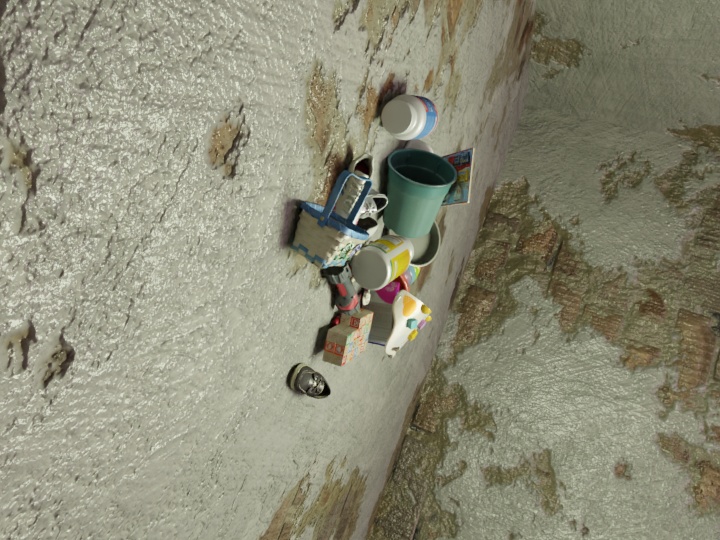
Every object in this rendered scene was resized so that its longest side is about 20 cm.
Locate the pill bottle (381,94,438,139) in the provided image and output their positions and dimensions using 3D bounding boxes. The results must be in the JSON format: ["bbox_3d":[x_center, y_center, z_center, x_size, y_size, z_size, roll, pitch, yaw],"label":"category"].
[{"bbox_3d":[0.126,-0.395,1.440,0.200,0.111,0.113,-34,139,-64],"label":"pill bottle"}]

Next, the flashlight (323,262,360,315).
[{"bbox_3d":[-0.050,0.044,1.430,0.068,0.068,0.200,-55,152,-19],"label":"flashlight"}]

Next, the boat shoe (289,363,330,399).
[{"bbox_3d":[-0.123,0.290,1.434,0.072,0.064,0.200,-65,160,-16],"label":"boat shoe"}]

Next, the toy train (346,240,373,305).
[{"bbox_3d":[0.000,0.000,1.548,0.151,0.055,0.201,-61,156,-27],"label":"toy train"}]

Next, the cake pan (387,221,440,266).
[{"bbox_3d":[0.165,-0.109,1.763,0.037,0.200,0.201,-16,-137,57],"label":"cake pan"}]

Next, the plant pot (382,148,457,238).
[{"bbox_3d":[0.153,-0.213,1.597,0.200,0.199,0.197,-49,159,-49],"label":"plant pot"}]

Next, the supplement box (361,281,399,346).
[{"bbox_3d":[0.061,0.132,1.747,0.201,0.102,0.102,88,16,-44],"label":"supplement box"}]

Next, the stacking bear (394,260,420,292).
[{"bbox_3d":[0.149,-0.009,1.830,0.200,0.121,0.115,-43,141,-44],"label":"stacking bear"}]

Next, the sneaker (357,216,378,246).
[{"bbox_3d":[-0.027,-0.073,1.365,0.199,0.073,0.085,-22,148,-55],"label":"sneaker"}]

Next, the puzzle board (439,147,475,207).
[{"bbox_3d":[0.259,-0.262,1.598,0.200,0.017,0.152,-175,-88,-68],"label":"puzzle board"}]

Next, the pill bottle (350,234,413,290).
[{"bbox_3d":[0.065,-0.030,1.458,0.200,0.112,0.114,-32,137,-58],"label":"pill bottle"}]

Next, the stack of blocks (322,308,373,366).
[{"bbox_3d":[-0.031,0.178,1.535,0.200,0.058,0.116,-19,121,-69],"label":"stack of blocks"}]

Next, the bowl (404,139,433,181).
[{"bbox_3d":[0.185,-0.309,1.733,0.201,0.090,0.203,18,90,-72],"label":"bowl"}]

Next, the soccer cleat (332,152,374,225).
[{"bbox_3d":[-0.018,-0.177,1.267,0.086,0.069,0.202,143,-35,-69],"label":"soccer cleat"}]

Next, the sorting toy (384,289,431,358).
[{"bbox_3d":[0.126,0.179,1.679,0.181,0.106,0.200,-57,164,-10],"label":"sorting toy"}]

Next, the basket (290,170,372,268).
[{"bbox_3d":[-0.046,-0.109,1.166,0.201,0.138,0.176,-67,163,11],"label":"basket"}]

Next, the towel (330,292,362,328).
[{"bbox_3d":[-0.043,0.166,1.622,0.200,0.022,0.146,-44,145,-59],"label":"towel"}]

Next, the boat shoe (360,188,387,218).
[{"bbox_3d":[0.009,-0.161,1.384,0.200,0.068,0.073,-23,131,-63],"label":"boat shoe"}]
